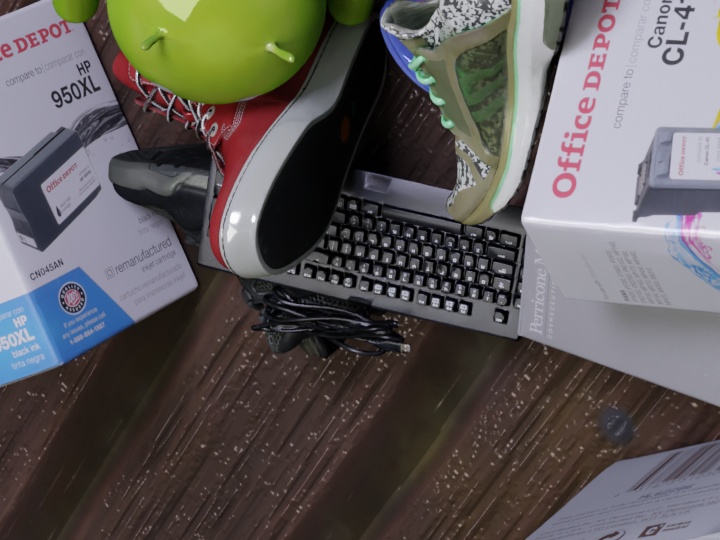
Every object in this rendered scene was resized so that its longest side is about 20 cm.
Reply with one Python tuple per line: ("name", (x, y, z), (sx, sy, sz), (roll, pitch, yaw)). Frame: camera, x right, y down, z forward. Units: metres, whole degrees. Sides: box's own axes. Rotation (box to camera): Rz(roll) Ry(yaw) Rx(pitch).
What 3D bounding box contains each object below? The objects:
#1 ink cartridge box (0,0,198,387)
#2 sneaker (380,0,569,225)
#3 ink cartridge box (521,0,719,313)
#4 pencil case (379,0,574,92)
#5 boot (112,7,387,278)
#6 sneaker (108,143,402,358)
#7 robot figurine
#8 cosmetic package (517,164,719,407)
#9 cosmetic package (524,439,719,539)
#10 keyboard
("ink cartridge box", (-0.202, -0.048, 1.567), (0.084, 0.144, 0.201), (-19, 98, 37))
("sneaker", (0.053, -0.109, 1.311), (0.088, 0.077, 0.200), (14, 132, 2))
("ink cartridge box", (0.192, -0.058, 1.260), (0.199, 0.148, 0.086), (5, 155, 22))
("pencil case", (0.097, -0.159, 1.353), (0.200, 0.078, 0.087), (-40, 68, 40))
("boot", (-0.080, -0.073, 1.424), (0.144, 0.200, 0.073), (5, 132, 17))
("sneaker", (-0.063, -0.011, 1.529), (0.199, 0.076, 0.115), (13, 110, 24))
("robot figurine", (-0.076, -0.167, 1.395), (0.175, 0.200, 0.116), (2, 127, -6))
("cosmetic package", (0.186, 0.004, 1.355), (0.199, 0.090, 0.107), (16, 121, 26))
("cosmetic package", (0.198, 0.205, 1.378), (0.167, 0.166, 0.201), (-18, 99, 38))
("keyboard", (0.000, 0.000, 1.440), (0.199, 0.040, 0.105), (13, 109, 20))
